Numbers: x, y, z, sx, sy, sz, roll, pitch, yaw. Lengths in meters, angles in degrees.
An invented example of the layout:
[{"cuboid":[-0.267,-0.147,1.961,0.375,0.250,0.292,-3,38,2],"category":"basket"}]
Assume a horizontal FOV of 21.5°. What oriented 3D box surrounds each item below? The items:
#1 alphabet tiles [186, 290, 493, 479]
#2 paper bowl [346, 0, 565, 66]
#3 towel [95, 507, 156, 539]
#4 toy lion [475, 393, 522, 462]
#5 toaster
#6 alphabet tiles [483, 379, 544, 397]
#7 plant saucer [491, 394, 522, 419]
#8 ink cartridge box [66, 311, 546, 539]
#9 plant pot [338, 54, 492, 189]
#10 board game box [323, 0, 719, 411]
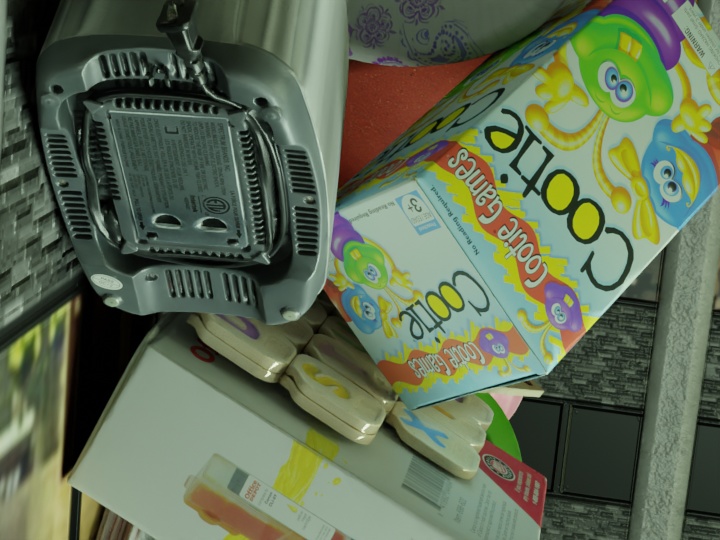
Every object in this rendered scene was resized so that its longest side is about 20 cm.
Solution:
[{"cuboid":[-0.019,0.028,0.917,0.015,0.195,0.200,-57,178,14],"category":"alphabet tiles"},{"cuboid":[0.015,-0.198,0.885,0.201,0.199,0.105,87,13,-52],"category":"paper bowl"},{"cuboid":[-0.115,0.215,0.949,0.201,0.032,0.192,85,14,-52],"category":"towel"},{"cuboid":[-0.002,0.082,1.039,0.069,0.199,0.193,132,-31,-54],"category":"toy lion"},{"cuboid":[-0.064,-0.080,0.771,0.200,0.113,0.130,83,12,-53],"category":"toaster"},{"cuboid":[0.000,0.000,0.999,0.008,0.200,0.167,-53,160,9],"category":"alphabet tiles"},{"cuboid":[0.025,0.036,1.307,0.051,0.200,0.202,-27,130,-42],"category":"plant saucer"},{"cuboid":[-0.019,0.098,0.889,0.084,0.199,0.145,-57,179,16],"category":"ink cartridge box"},{"cuboid":[0.073,-0.134,1.082,0.200,0.176,0.201,43,54,-35],"category":"plant pot"},{"cuboid":[0.082,-0.042,0.875,0.200,0.105,0.103,-43,103,-35],"category":"board game box"}]
